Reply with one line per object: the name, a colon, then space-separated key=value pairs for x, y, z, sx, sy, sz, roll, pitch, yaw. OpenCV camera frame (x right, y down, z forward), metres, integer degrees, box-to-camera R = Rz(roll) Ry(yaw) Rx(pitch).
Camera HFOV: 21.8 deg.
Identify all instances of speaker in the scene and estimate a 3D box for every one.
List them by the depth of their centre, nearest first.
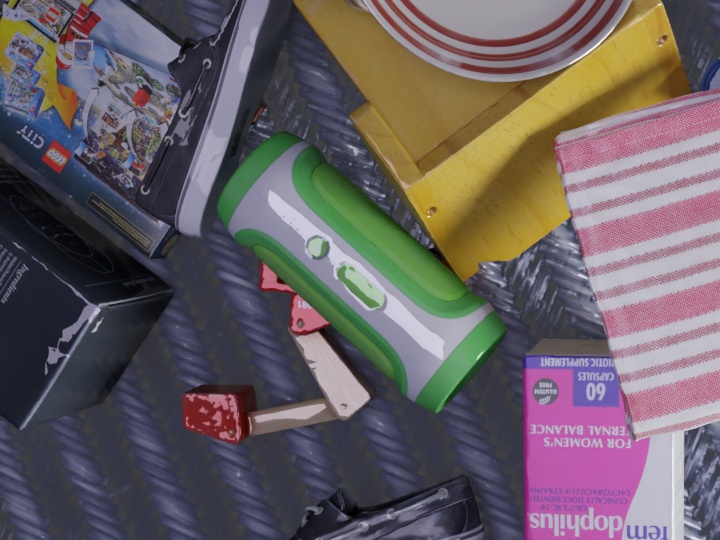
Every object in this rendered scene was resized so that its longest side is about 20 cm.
speaker: x=0.000 y=0.000 z=1.232 sx=0.200 sy=0.088 sz=0.089 roll=42 pitch=101 yaw=9

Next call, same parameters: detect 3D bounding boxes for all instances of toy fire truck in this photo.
toy fire truck: x=-0.023 y=0.052 z=1.310 sx=0.198 sy=0.049 sz=0.143 roll=3 pitch=94 yaw=13

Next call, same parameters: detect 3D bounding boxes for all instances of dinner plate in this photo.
dinner plate: x=0.080 y=-0.214 z=1.140 sx=0.198 sy=0.024 sz=0.203 roll=1 pitch=84 yaw=-13

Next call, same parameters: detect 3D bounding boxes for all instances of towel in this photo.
towel: x=0.212 y=-0.007 z=1.173 sx=0.145 sy=0.030 sz=0.202 roll=-15 pitch=85 yaw=2

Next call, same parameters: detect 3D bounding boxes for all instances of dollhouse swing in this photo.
dollhouse swing: x=0.080 y=-0.143 z=1.239 sx=0.199 sy=0.182 sz=0.176 roll=-37 pitch=56 yaw=-1

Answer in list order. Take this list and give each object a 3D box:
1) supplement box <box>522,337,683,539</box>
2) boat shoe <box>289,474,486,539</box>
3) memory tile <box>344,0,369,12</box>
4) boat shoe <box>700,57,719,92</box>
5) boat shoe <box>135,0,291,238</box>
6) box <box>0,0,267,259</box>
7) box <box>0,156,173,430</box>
supplement box: x=0.163 y=0.150 z=1.241 sx=0.100 sy=0.103 sz=0.203 roll=0 pitch=94 yaw=13
boat shoe: x=-0.013 y=0.187 z=1.302 sx=0.198 sy=0.072 sz=0.069 roll=-14 pitch=91 yaw=12
memory tile: x=-0.026 y=-0.252 z=1.114 sx=0.017 sy=0.199 sz=0.155 roll=21 pitch=90 yaw=47
boat shoe: x=0.322 y=-0.124 z=1.201 sx=0.198 sy=0.072 sz=0.073 roll=0 pitch=91 yaw=20
boat shoe: x=-0.103 y=-0.125 z=1.278 sx=0.066 sy=0.070 sz=0.202 roll=21 pitch=102 yaw=9
box: x=-0.185 y=-0.122 z=1.348 sx=0.199 sy=0.038 sz=0.137 roll=38 pitch=100 yaw=10
box: x=-0.256 y=0.003 z=1.316 sx=0.199 sy=0.148 sz=0.108 roll=36 pitch=101 yaw=10
